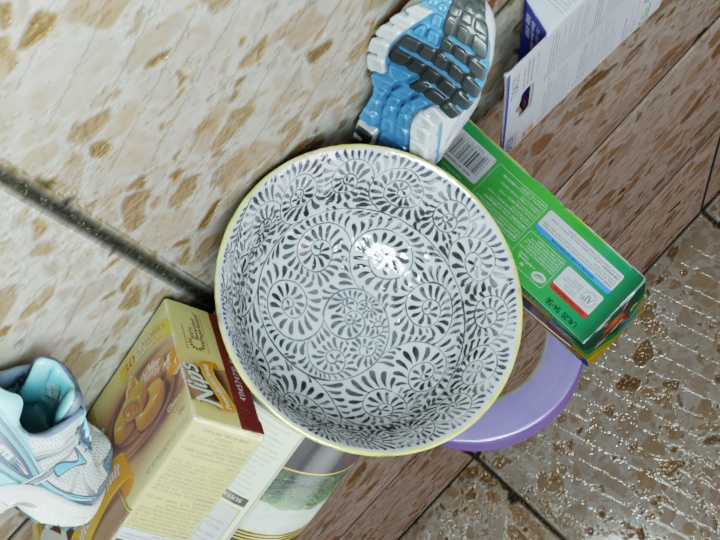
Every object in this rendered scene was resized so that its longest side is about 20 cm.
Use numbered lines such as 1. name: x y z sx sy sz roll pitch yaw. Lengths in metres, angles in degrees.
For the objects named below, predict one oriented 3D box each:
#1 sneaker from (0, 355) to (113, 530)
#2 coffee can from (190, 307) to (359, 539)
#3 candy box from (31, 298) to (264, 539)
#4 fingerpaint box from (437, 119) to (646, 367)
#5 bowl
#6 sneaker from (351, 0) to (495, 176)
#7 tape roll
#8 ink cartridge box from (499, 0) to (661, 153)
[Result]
1. sneaker: -0.180 0.095 0.868 0.086 0.078 0.200 -52 166 5
2. coffee can: -0.087 0.129 1.092 0.200 0.146 0.146 -55 165 27
3. candy box: -0.144 0.131 0.984 0.055 0.116 0.200 20 119 -30
4. fingerpaint box: 0.131 -0.021 1.222 0.073 0.200 0.167 -46 167 0
5. bowl: -0.005 0.028 0.987 0.201 0.201 0.094 -41 180 -23
6. sneaker: 0.050 -0.130 0.977 0.087 0.075 0.200 -51 175 -27
7. tape roll: 0.099 0.057 1.340 0.200 0.200 0.085 -47 166 -3
8. ink cartridge box: 0.166 -0.193 1.183 0.200 0.043 0.196 -43 167 -8
